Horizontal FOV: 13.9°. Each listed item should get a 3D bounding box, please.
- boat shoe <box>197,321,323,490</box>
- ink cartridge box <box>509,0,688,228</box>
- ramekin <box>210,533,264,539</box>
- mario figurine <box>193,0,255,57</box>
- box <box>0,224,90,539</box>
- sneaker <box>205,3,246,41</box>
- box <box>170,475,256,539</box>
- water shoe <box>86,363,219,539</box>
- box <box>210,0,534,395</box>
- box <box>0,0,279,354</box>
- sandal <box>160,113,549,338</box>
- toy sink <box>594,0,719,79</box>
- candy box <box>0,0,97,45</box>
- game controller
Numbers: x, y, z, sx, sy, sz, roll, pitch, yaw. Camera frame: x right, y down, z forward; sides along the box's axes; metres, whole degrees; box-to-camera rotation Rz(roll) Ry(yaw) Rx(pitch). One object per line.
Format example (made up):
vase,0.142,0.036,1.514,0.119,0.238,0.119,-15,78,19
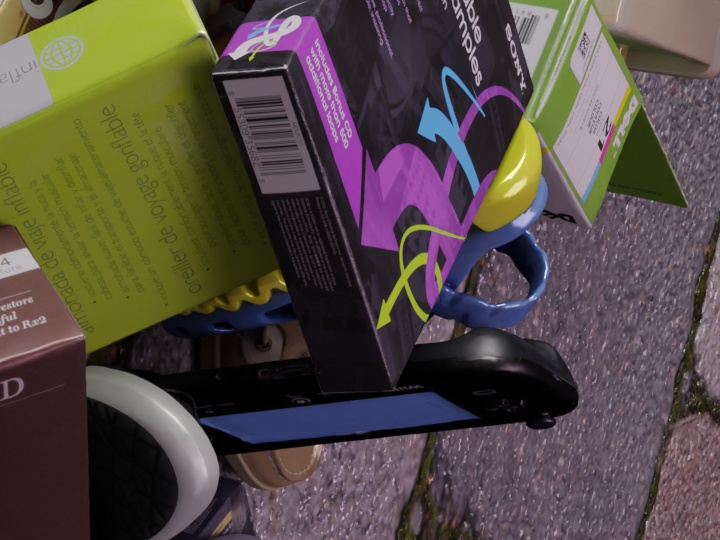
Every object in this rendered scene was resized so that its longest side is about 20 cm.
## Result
boat shoe,-0.030,0.012,1.347,0.072,0.065,0.201,-34,128,-53
ink cartridge box,0.059,-0.062,1.398,0.076,0.147,0.200,-67,150,-21
ramekin,-0.031,0.223,1.284,0.200,0.097,0.202,-33,129,-55
mario figurine,-0.041,-0.104,1.184,0.123,0.106,0.201,27,63,-15
box,-0.153,0.091,1.057,0.100,0.075,0.201,-18,133,-22
sneaker,-0.056,-0.098,1.263,0.081,0.076,0.201,44,55,-47
box,-0.103,0.210,1.301,0.200,0.049,0.162,-52,144,-41
water shoe,-0.092,0.064,1.128,0.079,0.200,0.072,-25,95,-29
box,0.010,-0.071,1.114,0.200,0.036,0.144,-65,144,-48
box,-0.132,-0.015,1.067,0.122,0.199,0.048,67,-1,-46
sandal,0.000,0.000,1.258,0.087,0.199,0.080,55,36,-35
toy sink,0.118,-0.163,1.497,0.200,0.130,0.113,7,93,-63
candy box,-0.114,-0.114,1.153,0.201,0.055,0.116,-65,151,-26
game controller,-0.010,0.055,1.265,0.104,0.199,0.042,12,71,-68
